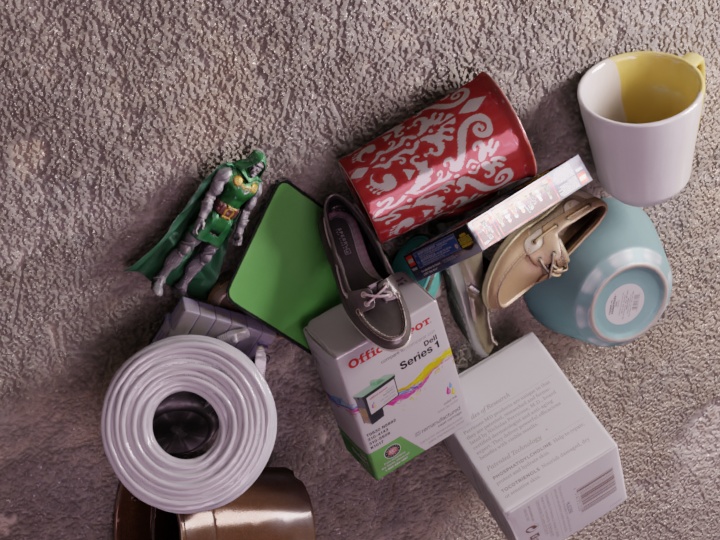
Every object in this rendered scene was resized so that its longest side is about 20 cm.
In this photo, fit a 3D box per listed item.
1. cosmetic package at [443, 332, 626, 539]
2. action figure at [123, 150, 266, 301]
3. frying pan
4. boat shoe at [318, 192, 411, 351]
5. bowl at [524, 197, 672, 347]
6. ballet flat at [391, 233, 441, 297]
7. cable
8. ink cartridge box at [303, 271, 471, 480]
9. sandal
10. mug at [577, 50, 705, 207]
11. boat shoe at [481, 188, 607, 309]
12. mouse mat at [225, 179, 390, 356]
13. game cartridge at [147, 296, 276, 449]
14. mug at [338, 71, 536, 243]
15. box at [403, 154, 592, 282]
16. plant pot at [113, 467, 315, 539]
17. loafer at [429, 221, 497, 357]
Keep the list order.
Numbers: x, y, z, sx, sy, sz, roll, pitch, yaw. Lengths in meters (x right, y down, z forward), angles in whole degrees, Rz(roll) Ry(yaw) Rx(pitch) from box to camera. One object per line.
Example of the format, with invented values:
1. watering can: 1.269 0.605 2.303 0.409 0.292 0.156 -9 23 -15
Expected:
1. cosmetic package: 0.215 0.227 1.867 0.166 0.200 0.168 -31 144 -5
2. action figure: -0.167 -0.054 1.650 0.118 0.055 0.201 19 112 -44
3. frying pan: -0.184 0.172 1.736 0.189 0.031 0.115 -16 134 0
4. boat shoe: 0.000 0.000 1.658 0.066 0.201 0.057 -22 152 -7
5. bowl: 0.322 0.018 1.879 0.199 0.105 0.202 -11 120 -19
6. ballet flat: 0.061 0.040 1.809 0.070 0.067 0.201 -3 121 -50
7. cable: -0.193 0.173 1.639 0.198 0.069 0.202 -9 88 -5
8. ink cartridge box: 0.035 0.125 1.738 0.144 0.084 0.201 -29 126 -16
9. sandal: -0.086 0.048 1.742 0.199 0.054 0.081 3 117 -30
10. mug: 0.360 -0.167 1.774 0.185 0.150 0.154 -18 131 -6
11. boat shoe: 0.226 -0.026 1.796 0.200 0.064 0.071 -49 142 -15
12. mouse mat: -0.058 0.007 1.720 0.200 0.008 0.162 35 72 -33
13. game cartridge: -0.202 0.123 1.726 0.129 0.039 0.200 21 121 -26
14. mug: 0.093 -0.107 1.694 0.199 0.134 0.178 -28 123 -4
15. box: 0.161 -0.061 1.704 0.199 0.137 0.040 -31 93 -35
16. plant pot: -0.174 0.321 1.787 0.197 0.200 0.201 0 118 -33
17. loafer: 0.145 0.022 1.820 0.069 0.075 0.201 -22 124 -6
